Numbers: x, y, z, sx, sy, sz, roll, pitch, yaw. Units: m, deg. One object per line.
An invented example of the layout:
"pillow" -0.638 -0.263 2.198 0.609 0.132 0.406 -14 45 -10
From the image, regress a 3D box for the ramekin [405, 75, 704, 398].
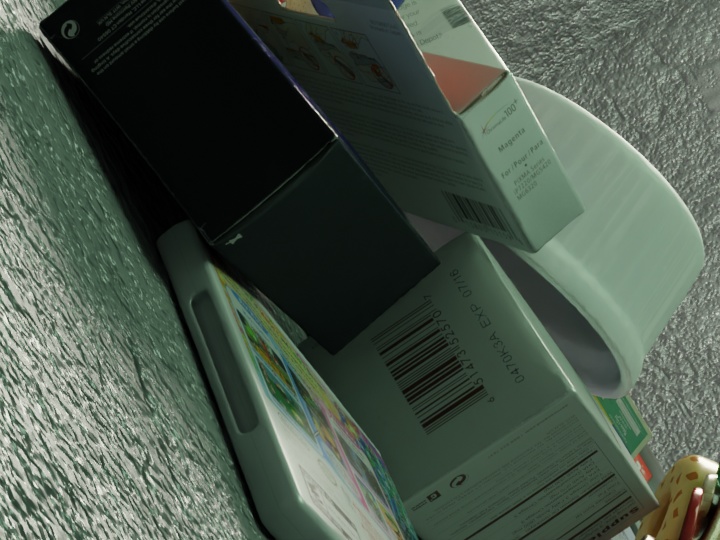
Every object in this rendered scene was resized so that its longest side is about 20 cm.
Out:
"ramekin" 0.108 -0.025 1.513 0.200 0.098 0.201 38 -13 10

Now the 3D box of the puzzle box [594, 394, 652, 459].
"puzzle box" 0.116 0.096 1.757 0.025 0.133 0.200 18 -30 48

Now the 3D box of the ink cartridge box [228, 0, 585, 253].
"ink cartridge box" 0.011 -0.102 1.333 0.200 0.044 0.174 21 -34 57

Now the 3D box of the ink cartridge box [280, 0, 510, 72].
"ink cartridge box" 0.014 -0.111 1.666 0.200 0.146 0.083 57 -22 27

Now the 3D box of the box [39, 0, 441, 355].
"box" -0.052 -0.056 1.206 0.141 0.079 0.200 53 2 21

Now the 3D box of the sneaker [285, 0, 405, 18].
"sneaker" -0.018 -0.106 1.502 0.080 0.199 0.116 1 60 -32

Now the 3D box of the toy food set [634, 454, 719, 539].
"toy food set" 0.168 0.190 1.477 0.049 0.201 0.198 30 -10 5

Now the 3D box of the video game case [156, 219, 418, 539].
"video game case" -0.014 0.095 1.133 0.200 0.024 0.182 53 8 -43

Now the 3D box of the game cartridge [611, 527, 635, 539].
"game cartridge" 0.160 0.195 1.727 0.133 0.041 0.200 -86 153 -51

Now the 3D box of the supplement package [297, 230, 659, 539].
"supplement package" 0.069 0.087 1.406 0.117 0.117 0.200 58 4 29

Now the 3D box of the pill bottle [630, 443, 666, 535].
"pill bottle" 0.176 0.179 1.891 0.201 0.116 0.116 58 6 -9
